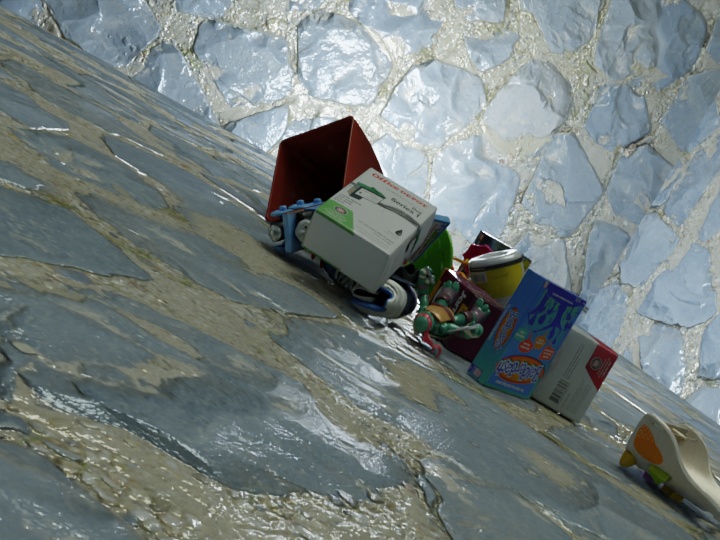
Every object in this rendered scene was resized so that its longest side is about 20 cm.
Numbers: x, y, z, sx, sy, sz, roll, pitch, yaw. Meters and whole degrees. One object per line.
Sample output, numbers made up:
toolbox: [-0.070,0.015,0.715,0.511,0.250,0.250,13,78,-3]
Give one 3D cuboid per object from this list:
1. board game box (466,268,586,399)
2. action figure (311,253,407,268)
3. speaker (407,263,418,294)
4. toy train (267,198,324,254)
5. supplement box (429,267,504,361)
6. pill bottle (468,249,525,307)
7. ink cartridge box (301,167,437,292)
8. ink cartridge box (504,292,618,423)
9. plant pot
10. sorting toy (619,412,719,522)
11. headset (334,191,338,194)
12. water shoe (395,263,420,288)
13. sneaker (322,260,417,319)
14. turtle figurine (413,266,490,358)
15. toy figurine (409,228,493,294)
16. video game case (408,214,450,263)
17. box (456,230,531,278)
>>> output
board game box: [0.282,0.111,1.533,0.151,0.202,0.045,21,12,-47]
action figure: [0.000,0.000,1.737,0.197,0.100,0.065,0,25,-29]
speaker: [0.083,-0.015,2.025,0.199,0.089,0.088,33,8,19]
toy train: [-0.075,-0.081,1.598,0.113,0.088,0.199,0,11,32]
supplement box: [0.193,0.084,1.708,0.085,0.111,0.200,27,8,-17]
pill bottle: [0.288,0.067,1.841,0.110,0.203,0.112,-12,6,1]
ink cartridge box: [0.019,-0.072,1.495,0.145,0.085,0.200,32,37,11]
ink cartridge box: [0.340,0.155,1.679,0.198,0.147,0.145,30,7,-3]
plant pot: [-0.054,-0.166,1.882,0.198,0.203,0.176,-13,-34,34]
sorting toy: [0.529,0.334,1.468,0.180,0.107,0.199,45,14,35]
headset: [-0.021,-0.084,1.978,0.201,0.123,0.094,55,17,21]
water shoe: [0.037,-0.011,1.844,0.199,0.080,0.071,25,8,-39]
sneaker: [-0.001,0.013,1.524,0.199,0.081,0.146,32,9,19]
turtle figurine: [0.137,0.067,1.512,0.150,0.101,0.199,51,24,13]
toy figurine: [0.221,0.008,1.924,0.182,0.203,0.150,8,-24,-31]
video game case: [0.054,-0.075,1.745,0.198,0.143,0.018,11,51,-27]
box: [0.283,0.029,2.081,0.135,0.202,0.038,28,8,-18]
